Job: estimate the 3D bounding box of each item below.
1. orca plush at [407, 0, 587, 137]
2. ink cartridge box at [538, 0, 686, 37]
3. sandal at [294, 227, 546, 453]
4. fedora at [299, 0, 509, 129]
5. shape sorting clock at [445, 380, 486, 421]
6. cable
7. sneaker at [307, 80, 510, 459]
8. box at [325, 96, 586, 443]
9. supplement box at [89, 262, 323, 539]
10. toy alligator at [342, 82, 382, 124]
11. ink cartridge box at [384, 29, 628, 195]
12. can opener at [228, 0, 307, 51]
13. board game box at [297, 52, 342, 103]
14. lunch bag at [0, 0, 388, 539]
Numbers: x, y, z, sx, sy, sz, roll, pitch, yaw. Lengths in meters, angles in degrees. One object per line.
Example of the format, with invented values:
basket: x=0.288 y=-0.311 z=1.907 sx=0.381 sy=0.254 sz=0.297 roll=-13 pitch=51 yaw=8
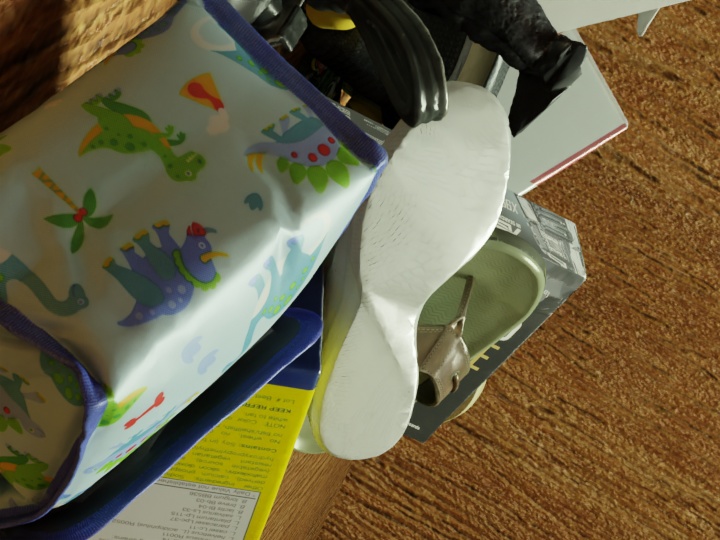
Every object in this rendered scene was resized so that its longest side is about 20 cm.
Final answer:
orca plush: x=0.008 y=-0.139 z=0.831 sx=0.071 sy=0.200 sz=0.105 roll=-35 pitch=179 yaw=-15
ink cartridge box: x=0.117 y=-0.219 z=0.923 sx=0.200 sy=0.125 sz=0.129 roll=35 pitch=56 yaw=-44
sandal: x=0.028 y=0.050 z=1.017 sx=0.201 sy=0.080 sz=0.057 roll=-44 pitch=-148 yaw=31
fedora: x=0.019 y=-0.153 z=1.061 sx=0.200 sy=0.091 sz=0.202 roll=-167 pitch=-90 yaw=-71
shape sorting clock: x=0.014 y=0.004 z=1.184 sx=0.039 sy=0.200 sz=0.200 roll=-30 pitch=156 yaw=-29
cable: x=0.007 y=-0.143 z=0.923 sx=0.200 sy=0.050 sz=0.098 roll=-135 pitch=-139 yaw=-53
sneaker: x=0.009 y=-0.010 z=0.950 sx=0.201 sy=0.075 sz=0.089 roll=-68 pitch=-154 yaw=16
box: x=0.000 y=0.000 z=1.043 sx=0.158 sy=0.199 sz=0.050 roll=-47 pitch=-150 yaw=32
supplement box: x=-0.094 y=0.066 z=0.970 sx=0.110 sy=0.108 sz=0.200 roll=-90 pitch=-165 yaw=-45
toy alligator: x=0.004 y=-0.137 z=1.349 sx=0.059 sy=0.054 sz=0.200 roll=-57 pitch=-176 yaw=-5
ink cartridge box: x=0.070 y=-0.081 z=1.248 sx=0.145 sy=0.084 sz=0.200 roll=-32 pitch=-177 yaw=-13
can opener: x=-0.087 y=-0.082 z=0.898 sx=0.067 sy=0.052 sz=0.201 roll=52 pitch=57 yaw=-44
board game box: x=-0.064 y=-0.058 z=1.242 sx=0.200 sy=0.023 sz=0.105 roll=-61 pitch=171 yaw=-22
lunch bag: x=-0.101 y=0.017 z=0.742 sx=0.170 sy=0.127 sz=0.200 roll=-41 pitch=173 yaw=-35
